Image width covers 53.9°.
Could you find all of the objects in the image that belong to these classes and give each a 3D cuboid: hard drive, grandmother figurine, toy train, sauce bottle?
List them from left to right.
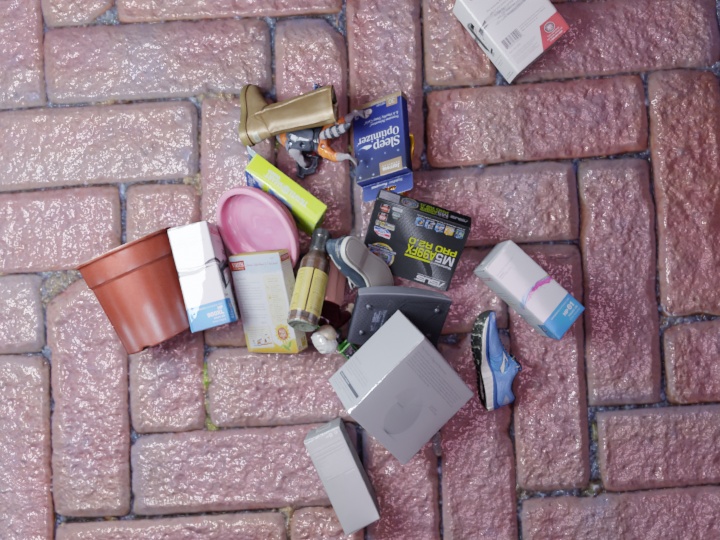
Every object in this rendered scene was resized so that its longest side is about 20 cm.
[{"bbox_3d":[-0.092,0.016,1.374,0.063,0.065,0.204,13,64,0],"label":"sauce bottle"},{"bbox_3d":[-0.065,0.069,1.413,0.118,0.061,0.204,9,62,-10],"label":"grandmother figurine"},{"bbox_3d":[-0.063,0.121,1.456,0.042,0.056,0.200,-43,90,-1],"label":"toy train"},{"bbox_3d":[0.074,0.091,1.419,0.195,0.043,0.137,4,125,-16],"label":"hard drive"}]

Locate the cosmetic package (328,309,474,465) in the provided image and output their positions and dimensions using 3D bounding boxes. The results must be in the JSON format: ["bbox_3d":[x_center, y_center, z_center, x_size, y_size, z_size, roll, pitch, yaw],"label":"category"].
[{"bbox_3d":[0.081,0.227,1.382,0.200,0.123,0.200,-43,123,0],"label":"cosmetic package"}]

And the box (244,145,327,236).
[{"bbox_3d":[-0.159,-0.157,1.427,0.198,0.122,0.048,37,78,0],"label":"box"}]

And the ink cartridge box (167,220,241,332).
[{"bbox_3d":[-0.309,0.012,1.413,0.082,0.145,0.205,-14,89,-2],"label":"ink cartridge box"}]

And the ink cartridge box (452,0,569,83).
[{"bbox_3d":[0.306,-0.518,1.457,0.146,0.083,0.201,-39,90,-1],"label":"ink cartridge box"}]

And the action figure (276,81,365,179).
[{"bbox_3d":[-0.088,-0.295,1.435,0.189,0.104,0.206,1,84,20],"label":"action figure"}]

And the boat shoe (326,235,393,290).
[{"bbox_3d":[0.000,0.000,1.407,0.061,0.200,0.076,7,67,38],"label":"boat shoe"}]

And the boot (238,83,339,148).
[{"bbox_3d":[-0.141,-0.329,1.412,0.195,0.066,0.178,-15,53,13],"label":"boot"}]

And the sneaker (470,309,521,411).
[{"bbox_3d":[0.280,0.180,1.454,0.087,0.079,0.206,-9,97,-8],"label":"sneaker"}]

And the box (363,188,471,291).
[{"bbox_3d":[0.108,-0.059,1.425,0.195,0.045,0.163,18,124,0],"label":"box"}]

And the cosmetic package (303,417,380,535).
[{"bbox_3d":[-0.035,0.411,1.427,0.088,0.107,0.204,-22,87,-1],"label":"cosmetic package"}]

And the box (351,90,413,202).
[{"bbox_3d":[0.044,-0.249,1.427,0.119,0.032,0.205,-13,72,29],"label":"box"}]

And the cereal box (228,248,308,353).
[{"bbox_3d":[-0.184,0.062,1.413,0.141,0.039,0.205,-2,102,37],"label":"cereal box"}]

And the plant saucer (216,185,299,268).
[{"bbox_3d":[-0.198,-0.082,1.417,0.200,0.201,0.051,42,48,1],"label":"plant saucer"}]

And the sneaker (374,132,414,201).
[{"bbox_3d":[0.069,-0.187,1.454,0.071,0.077,0.206,6,90,-2],"label":"sneaker"}]

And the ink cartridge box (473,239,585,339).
[{"bbox_3d":[0.331,0.037,1.415,0.199,0.145,0.085,41,89,0],"label":"ink cartridge box"}]

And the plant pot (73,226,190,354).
[{"bbox_3d":[-0.429,0.045,1.400,0.197,0.201,0.199,-23,97,-1],"label":"plant pot"}]
